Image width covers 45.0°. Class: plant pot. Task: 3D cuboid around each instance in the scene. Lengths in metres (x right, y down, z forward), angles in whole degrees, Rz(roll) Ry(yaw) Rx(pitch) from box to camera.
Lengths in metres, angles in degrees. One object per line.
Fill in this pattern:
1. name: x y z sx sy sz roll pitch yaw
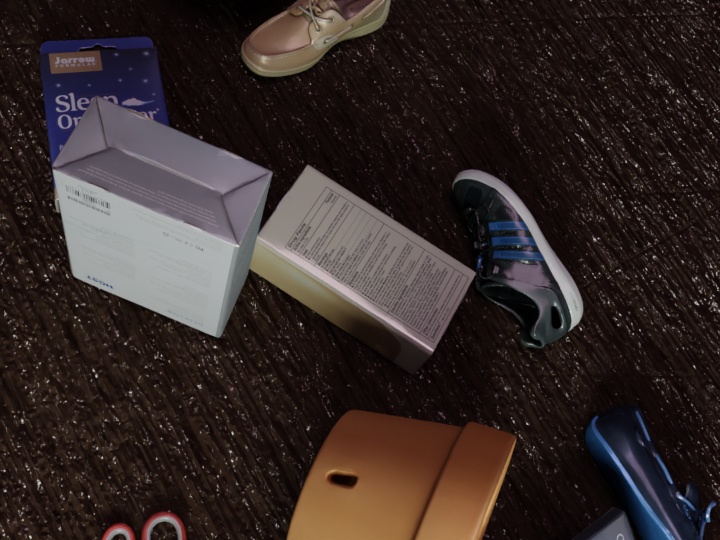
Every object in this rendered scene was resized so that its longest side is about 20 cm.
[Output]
1. plant pot: 0.029 0.203 0.709 0.138 0.201 0.202 21 61 15

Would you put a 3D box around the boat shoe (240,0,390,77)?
1. boat shoe: -0.047 -0.283 0.968 0.199 0.065 0.072 -34 78 -25

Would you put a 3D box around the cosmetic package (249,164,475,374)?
1. cosmetic package: 0.000 0.000 0.848 0.199 0.071 0.106 34 63 2

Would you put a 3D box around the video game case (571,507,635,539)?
1. video game case: 0.176 0.319 0.745 0.198 0.019 0.145 -28 103 -25

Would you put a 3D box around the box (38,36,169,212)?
1. box: -0.257 -0.160 0.879 0.119 0.032 0.203 -8 68 -17

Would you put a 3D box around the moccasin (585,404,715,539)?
1. moccasin: 0.292 0.217 0.818 0.068 0.081 0.202 -26 76 -11

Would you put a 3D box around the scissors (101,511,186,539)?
1. scissors: -0.148 0.294 0.714 0.072 0.014 0.202 -22 74 -25

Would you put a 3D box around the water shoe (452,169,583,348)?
1. water shoe: 0.147 -0.015 0.893 0.078 0.072 0.201 -31 76 -22

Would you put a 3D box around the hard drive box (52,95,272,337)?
1. hard drive box: -0.170 -0.036 0.750 0.154 0.200 0.078 23 62 -3
